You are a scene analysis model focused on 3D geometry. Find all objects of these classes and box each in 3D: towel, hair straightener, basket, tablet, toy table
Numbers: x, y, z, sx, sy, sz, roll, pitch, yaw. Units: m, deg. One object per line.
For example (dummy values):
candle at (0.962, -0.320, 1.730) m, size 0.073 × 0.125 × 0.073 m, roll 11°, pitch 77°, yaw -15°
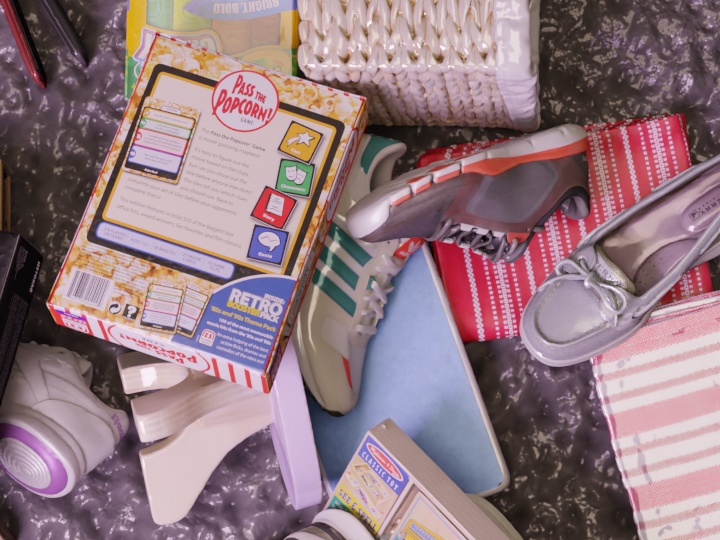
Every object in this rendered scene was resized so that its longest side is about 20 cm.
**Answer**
towel at (0.147, -0.031, 1.455) m, size 0.198 × 0.022 × 0.146 m, roll -9°, pitch 84°, yaw 2°
hair straightener at (-0.243, -0.239, 1.501) m, size 0.076 × 0.041 × 0.201 m, roll -24°, pitch 78°, yaw 1°
basket at (0.044, -0.206, 1.394) m, size 0.159 × 0.200 × 0.200 m, roll -2°, pitch 83°, yaw 5°
towel at (0.250, 0.119, 1.425) m, size 0.145 × 0.030 × 0.202 m, roll -15°, pitch 88°, yaw 3°
tablet at (0.017, 0.081, 1.446) m, size 0.129 × 0.014 × 0.201 m, roll -21°, pitch 82°, yaw 11°
toy table at (-0.103, 0.077, 1.388) m, size 0.116 × 0.184 × 0.202 m, roll -13°, pitch 91°, yaw -8°

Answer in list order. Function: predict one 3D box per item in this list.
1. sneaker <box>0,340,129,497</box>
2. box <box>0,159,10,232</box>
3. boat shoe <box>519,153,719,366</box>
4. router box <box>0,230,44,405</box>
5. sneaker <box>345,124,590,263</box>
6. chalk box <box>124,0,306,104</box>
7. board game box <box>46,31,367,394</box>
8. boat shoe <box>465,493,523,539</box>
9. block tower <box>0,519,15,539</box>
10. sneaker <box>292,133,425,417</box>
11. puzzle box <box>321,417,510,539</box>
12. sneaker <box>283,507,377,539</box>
sneaker at (-0.253, 0.083, 1.452) m, size 0.200 × 0.075 × 0.099 m, roll 36°, pitch 45°, yaw 21°
box at (-0.344, 0.010, 1.440) m, size 0.198 × 0.021 × 0.164 m, roll -13°, pitch 55°, yaw 8°
boat shoe at (0.193, -0.012, 1.400) m, size 0.201 × 0.065 × 0.075 m, roll -34°, pitch 66°, yaw -3°
router box at (-0.311, 0.064, 1.355) m, size 0.148 × 0.051 × 0.201 m, roll 9°, pitch 73°, yaw 17°
sneaker at (0.085, -0.041, 1.383) m, size 0.199 × 0.077 × 0.083 m, roll -19°, pitch 95°, yaw -27°
chalk box at (-0.097, -0.160, 1.434) m, size 0.123 × 0.124 × 0.202 m, roll -1°, pitch 83°, yaw 4°
board game box at (-0.097, -0.039, 1.316) m, size 0.150 × 0.046 × 0.201 m, roll 18°, pitch 73°, yaw 6°
boat shoe at (0.111, 0.249, 1.405) m, size 0.072 × 0.060 × 0.202 m, roll -33°, pitch 84°, yaw -40°
block tower at (-0.346, 0.232, 1.439) m, size 0.200 × 0.054 × 0.058 m, roll -38°, pitch 82°, yaw -2°
sneaker at (0.000, 0.000, 1.412) m, size 0.093 × 0.070 × 0.202 m, roll -5°, pitch 83°, yaw 15°
puzzle box at (0.056, 0.212, 1.369) m, size 0.200 × 0.025 × 0.133 m, roll 44°, pitch 132°, yaw 19°
sneaker at (-0.001, 0.264, 1.345) m, size 0.115 × 0.076 × 0.201 m, roll -27°, pitch 72°, yaw -43°
